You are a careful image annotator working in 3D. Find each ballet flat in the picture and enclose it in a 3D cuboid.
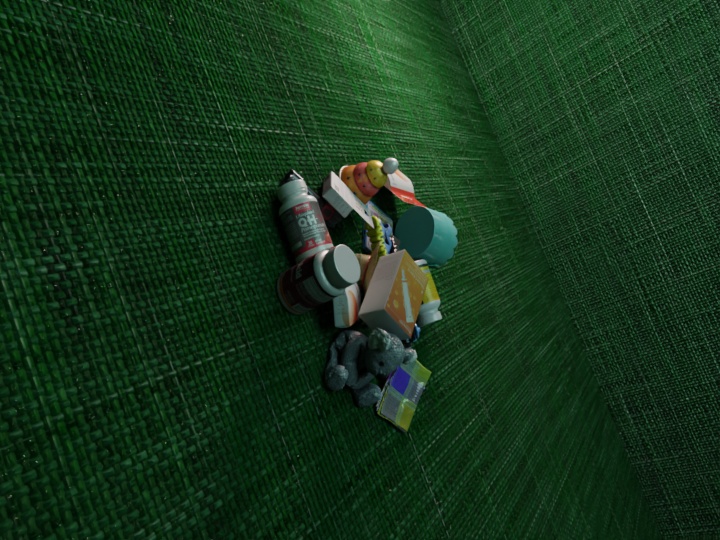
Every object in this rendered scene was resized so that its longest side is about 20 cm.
[{"bbox_3d":[0.117,-0.031,1.709,0.055,0.067,0.205,11,52,-23],"label":"ballet flat"}]

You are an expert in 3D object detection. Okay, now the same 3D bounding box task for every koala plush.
[{"bbox_3d":[0.032,0.218,1.358,0.176,0.197,0.188,35,43,-35],"label":"koala plush"}]

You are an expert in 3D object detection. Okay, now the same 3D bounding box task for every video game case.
[{"bbox_3d":[0.059,-0.123,1.775,0.142,0.018,0.205,35,44,-38],"label":"video game case"}]

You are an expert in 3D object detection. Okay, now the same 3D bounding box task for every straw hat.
[{"bbox_3d":[0.000,0.000,1.548,0.083,0.204,0.204,12,46,1],"label":"straw hat"}]

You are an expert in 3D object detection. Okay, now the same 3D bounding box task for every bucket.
[{"bbox_3d":[0.221,-0.118,1.841,0.133,0.204,0.213,16,56,-45],"label":"bucket"}]

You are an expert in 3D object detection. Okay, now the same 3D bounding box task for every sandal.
[{"bbox_3d":[0.071,-0.071,1.674,0.086,0.078,0.207,-9,94,-48],"label":"sandal"}]

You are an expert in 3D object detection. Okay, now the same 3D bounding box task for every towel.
[{"bbox_3d":[0.124,0.343,1.507,0.143,0.022,0.203,43,62,-29],"label":"towel"}]

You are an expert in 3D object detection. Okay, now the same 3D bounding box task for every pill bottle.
[{"bbox_3d":[0.198,0.077,1.757,0.111,0.111,0.205,-5,73,-55],"label":"pill bottle"},{"bbox_3d":[-0.151,-0.127,1.399,0.110,0.109,0.205,-12,79,-56],"label":"pill bottle"},{"bbox_3d":[-0.102,0.021,1.293,0.113,0.197,0.117,32,45,-39],"label":"pill bottle"}]

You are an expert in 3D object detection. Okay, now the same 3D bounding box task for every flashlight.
[{"bbox_3d":[-0.138,-0.205,1.515,0.199,0.067,0.069,41,45,-26],"label":"flashlight"}]

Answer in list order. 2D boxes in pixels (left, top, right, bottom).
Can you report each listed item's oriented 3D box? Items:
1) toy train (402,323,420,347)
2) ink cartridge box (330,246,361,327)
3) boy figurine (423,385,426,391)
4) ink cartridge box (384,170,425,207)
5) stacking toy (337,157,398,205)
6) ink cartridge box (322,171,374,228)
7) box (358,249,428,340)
[{"bbox_3d":[0.121,0.128,1.584,0.114,0.084,0.206,-158,-123,-83],"label":"toy train"},{"bbox_3d":[-0.036,0.037,1.417,0.162,0.049,0.207,-19,108,-78],"label":"ink cartridge box"},{"bbox_3d":[0.120,0.280,1.566,0.200,0.063,0.126,46,44,-30],"label":"boy figurine"},{"bbox_3d":[0.140,-0.303,1.877,0.200,0.051,0.160,43,22,32],"label":"ink cartridge box"},{"bbox_3d":[0.037,-0.304,1.691,0.145,0.197,0.150,32,45,-38],"label":"stacking toy"},{"bbox_3d":[-0.038,-0.199,1.577,0.173,0.043,0.201,45,14,-18],"label":"ink cartridge box"},{"bbox_3d":[0.091,0.068,1.419,0.124,0.096,0.203,45,49,-29],"label":"box"}]
